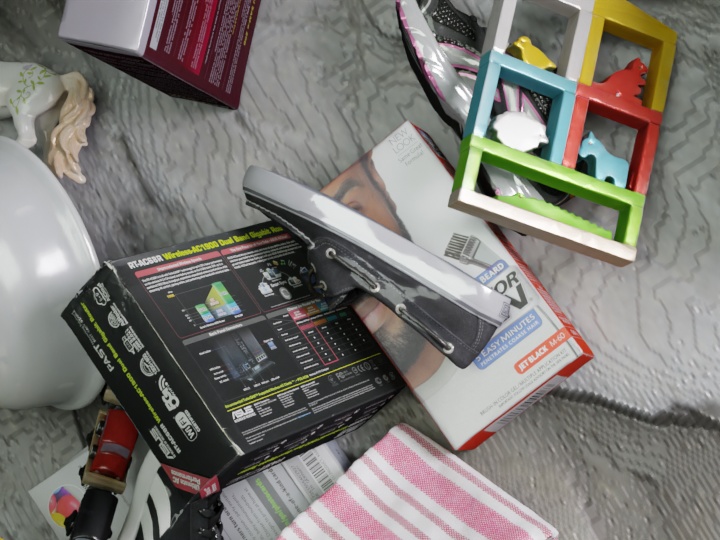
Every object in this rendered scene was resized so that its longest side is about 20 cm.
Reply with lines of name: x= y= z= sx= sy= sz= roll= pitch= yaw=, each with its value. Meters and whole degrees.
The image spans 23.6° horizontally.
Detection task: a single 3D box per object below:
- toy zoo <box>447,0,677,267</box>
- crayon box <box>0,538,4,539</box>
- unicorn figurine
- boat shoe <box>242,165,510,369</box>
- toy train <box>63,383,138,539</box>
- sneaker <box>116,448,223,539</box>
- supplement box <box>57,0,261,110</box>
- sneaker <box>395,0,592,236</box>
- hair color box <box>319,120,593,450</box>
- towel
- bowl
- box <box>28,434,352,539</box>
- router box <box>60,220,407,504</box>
toy zoo: x=0.139 y=-0.116 z=1.146 sx=0.131 sy=0.020 sz=0.201 roll=19 pitch=72 yaw=-15
crayon box: x=-0.207 y=0.293 z=1.166 sx=0.172 sy=0.058 sz=0.200 roll=28 pitch=131 yaw=15
unicorn figurine: x=-0.288 y=-0.131 z=1.283 sx=0.199 sy=0.074 sz=0.138 roll=13 pitch=87 yaw=-1
boat shoe: x=0.000 y=0.000 z=1.134 sx=0.200 sy=0.070 sz=0.066 roll=29 pitch=92 yaw=8
toy train: x=-0.168 y=0.118 z=1.166 sx=0.034 sy=0.046 sz=0.200 roll=18 pitch=50 yaw=-10
sneaker: x=-0.102 y=0.183 z=1.163 sx=0.112 sy=0.073 sz=0.200 roll=25 pitch=99 yaw=12
supplement box: x=-0.129 y=-0.183 z=1.174 sx=0.061 sy=0.200 sz=0.109 roll=12 pitch=87 yaw=16
sneaker: x=0.094 y=-0.127 z=1.188 sx=0.086 sy=0.080 sz=0.200 roll=-29 pitch=86 yaw=-2
hair color box: x=0.055 y=0.011 z=1.181 sx=0.111 sy=0.064 sz=0.200 roll=-39 pitch=76 yaw=8
towel: x=0.012 y=0.192 z=1.107 sx=0.200 sy=0.030 sz=0.146 roll=-40 pitch=52 yaw=-23
bowl: x=-0.263 y=0.015 z=1.188 sx=0.201 sy=0.090 sz=0.202 roll=29 pitch=129 yaw=42
box: x=-0.113 y=0.159 z=1.220 sx=0.200 sy=0.041 sz=0.156 roll=-38 pitch=77 yaw=7
router box: x=-0.078 y=0.052 z=1.135 sx=0.062 sy=0.200 sz=0.150 roll=-43 pitch=75 yaw=32
